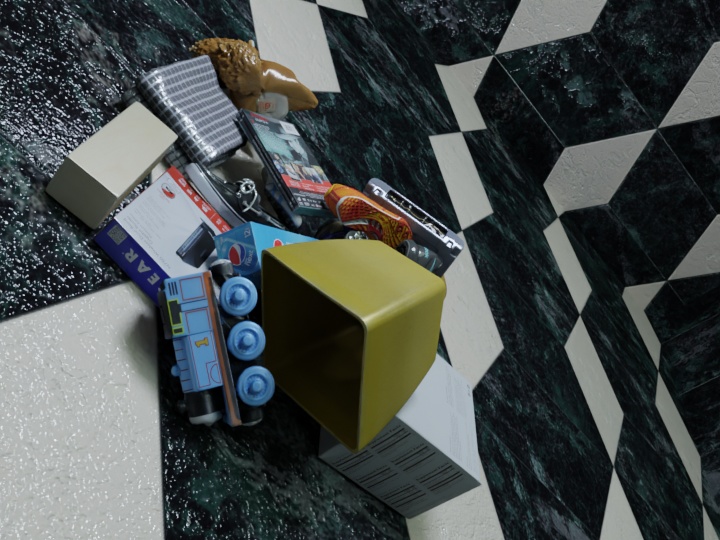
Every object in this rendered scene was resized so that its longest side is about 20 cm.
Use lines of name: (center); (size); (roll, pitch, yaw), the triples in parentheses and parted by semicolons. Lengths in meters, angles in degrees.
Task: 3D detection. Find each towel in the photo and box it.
towel: (-0.260, -0.244, 1.161); (0.166, 0.085, 0.200); (52, 26, -10)

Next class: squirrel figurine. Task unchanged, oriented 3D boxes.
squirrel figurine: (-0.202, -0.351, 1.307); (0.200, 0.141, 0.188); (41, 13, -48)

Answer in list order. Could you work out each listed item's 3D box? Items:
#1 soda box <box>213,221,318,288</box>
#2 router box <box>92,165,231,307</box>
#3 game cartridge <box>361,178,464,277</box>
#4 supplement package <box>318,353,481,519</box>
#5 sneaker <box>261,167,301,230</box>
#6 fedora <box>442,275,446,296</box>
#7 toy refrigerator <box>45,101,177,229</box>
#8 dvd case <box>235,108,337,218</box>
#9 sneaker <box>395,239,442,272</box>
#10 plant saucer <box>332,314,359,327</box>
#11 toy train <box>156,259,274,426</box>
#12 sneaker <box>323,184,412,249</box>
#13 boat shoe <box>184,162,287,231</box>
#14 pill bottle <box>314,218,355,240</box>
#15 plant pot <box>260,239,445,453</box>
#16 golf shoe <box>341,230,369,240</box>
soda box: (-0.120, -0.014, 1.040); (0.199, 0.063, 0.069); (12, 61, -66)
router box: (-0.232, -0.021, 0.992); (0.200, 0.049, 0.180); (49, 27, -15)
game cartridge: (0.076, -0.063, 1.308); (0.199, 0.134, 0.041); (36, 51, 3)
supplement package: (0.059, 0.219, 1.102); (0.200, 0.146, 0.193); (41, 30, -27)
sneaker: (-0.121, -0.134, 1.229); (0.072, 0.072, 0.201); (62, 2, -34)
fedora: (0.071, 0.011, 1.413); (0.198, 0.082, 0.202); (24, 40, -21)
toy refrigerator: (-0.319, -0.140, 0.962); (0.076, 0.070, 0.201); (40, 29, -15)
dvd case: (-0.111, -0.173, 1.216); (0.145, 0.022, 0.202); (0, 56, -59)
sneaker: (0.070, 0.044, 1.264); (0.078, 0.202, 0.076); (14, 33, -23)
plant saucer: (-0.039, 0.070, 1.098); (0.197, 0.070, 0.019); (-11, 99, -22)
toy train: (-0.173, 0.091, 0.882); (0.112, 0.087, 0.204); (-11, 89, -18)
sneaker: (0.020, -0.086, 1.226); (0.199, 0.073, 0.077); (38, 9, -44)
boat shoe: (-0.180, -0.103, 1.108); (0.199, 0.068, 0.074); (47, 0, -37)
pill bottle: (-0.018, 0.015, 1.245); (0.111, 0.111, 0.202); (34, 33, -37)
plant pot: (-0.001, 0.071, 0.957); (0.175, 0.203, 0.199); (-23, 41, -36)
golf shoe: (0.000, 0.000, 1.125); (0.200, 0.087, 0.078); (34, 31, -59)
